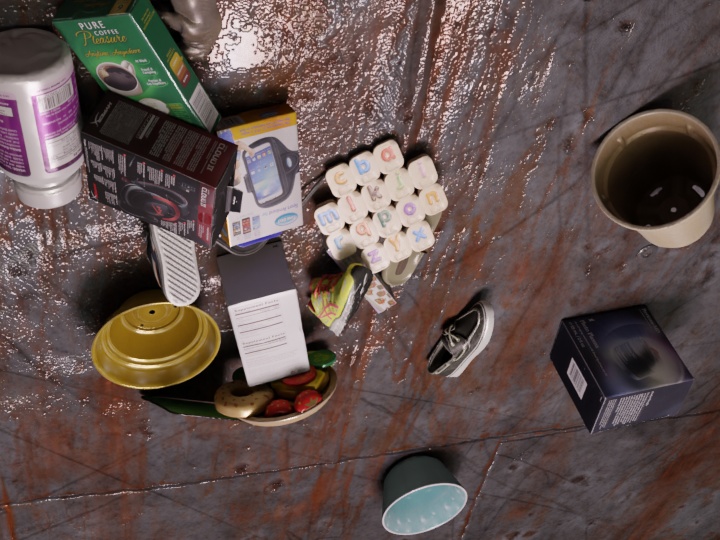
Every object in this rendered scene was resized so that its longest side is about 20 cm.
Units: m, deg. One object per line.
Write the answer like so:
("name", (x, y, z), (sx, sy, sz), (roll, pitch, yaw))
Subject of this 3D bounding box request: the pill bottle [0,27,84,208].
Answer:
("pill bottle", (-0.392, -0.177, 1.075), (0.110, 0.113, 0.202), (-7, 136, -14))

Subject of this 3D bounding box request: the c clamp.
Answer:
("c clamp", (-0.164, -0.110, 1.280), (0.199, 0.027, 0.172), (28, 99, -43))

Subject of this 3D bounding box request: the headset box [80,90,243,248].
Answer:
("headset box", (-0.243, -0.120, 1.130), (0.197, 0.076, 0.149), (22, 150, 1))

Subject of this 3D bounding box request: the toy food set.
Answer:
("toy food set", (-0.135, 0.192, 1.497), (0.197, 0.198, 0.049), (-2, 116, 21))

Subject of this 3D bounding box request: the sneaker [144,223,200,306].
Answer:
("sneaker", (-0.273, -0.055, 1.285), (0.077, 0.079, 0.203), (-6, 112, -27))

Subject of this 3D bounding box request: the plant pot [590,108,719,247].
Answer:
("plant pot", (0.494, -0.129, 1.448), (0.199, 0.202, 0.183), (-34, 149, 15))

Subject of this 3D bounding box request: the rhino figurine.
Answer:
("rhino figurine", (-0.208, -0.305, 1.057), (0.086, 0.060, 0.202), (-5, 137, -13))

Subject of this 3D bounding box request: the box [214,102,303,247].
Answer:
("box", (-0.142, -0.122, 1.240), (0.117, 0.041, 0.203), (-18, 125, -23))

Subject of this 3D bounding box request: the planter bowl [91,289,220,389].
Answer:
("planter bowl", (-0.325, 0.091, 1.403), (0.197, 0.084, 0.202), (-11, 137, -11))

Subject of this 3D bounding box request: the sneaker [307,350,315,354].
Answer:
("sneaker", (-0.128, 0.216, 1.613), (0.198, 0.084, 0.074), (-32, 137, 11))

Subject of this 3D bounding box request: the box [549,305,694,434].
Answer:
("box", (0.512, 0.191, 1.762), (0.195, 0.202, 0.124), (-9, 137, -14))

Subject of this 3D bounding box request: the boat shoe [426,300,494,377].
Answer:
("boat shoe", (0.185, 0.133, 1.664), (0.063, 0.071, 0.201), (3, 135, -26))

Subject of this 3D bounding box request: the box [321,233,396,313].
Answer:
("box", (0.000, 0.000, 1.473), (0.038, 0.042, 0.200), (-29, 138, 9))

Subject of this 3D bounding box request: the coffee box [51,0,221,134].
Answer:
("coffee box", (-0.263, -0.241, 1.071), (0.121, 0.044, 0.201), (4, 146, 28))

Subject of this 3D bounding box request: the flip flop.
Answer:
("flip flop", (0.085, -0.043, 1.448), (0.080, 0.058, 0.202), (1, 132, -23))

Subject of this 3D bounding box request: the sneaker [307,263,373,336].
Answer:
("sneaker", (-0.043, 0.038, 1.435), (0.090, 0.079, 0.201), (34, 149, 3))

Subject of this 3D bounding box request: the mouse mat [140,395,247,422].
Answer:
("mouse mat", (-0.276, 0.238, 1.527), (0.159, 0.199, 0.008), (12, 86, -30))

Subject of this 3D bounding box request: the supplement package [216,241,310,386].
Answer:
("supplement package", (-0.154, 0.071, 1.430), (0.108, 0.115, 0.202), (-14, 136, -8))

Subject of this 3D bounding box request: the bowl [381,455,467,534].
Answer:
("bowl", (0.129, 0.489, 1.986), (0.197, 0.106, 0.203), (-12, 138, -11))

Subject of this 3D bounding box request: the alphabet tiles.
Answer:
("alphabet tiles", (0.032, -0.096, 1.363), (0.198, 0.015, 0.197), (-25, 122, 2))
